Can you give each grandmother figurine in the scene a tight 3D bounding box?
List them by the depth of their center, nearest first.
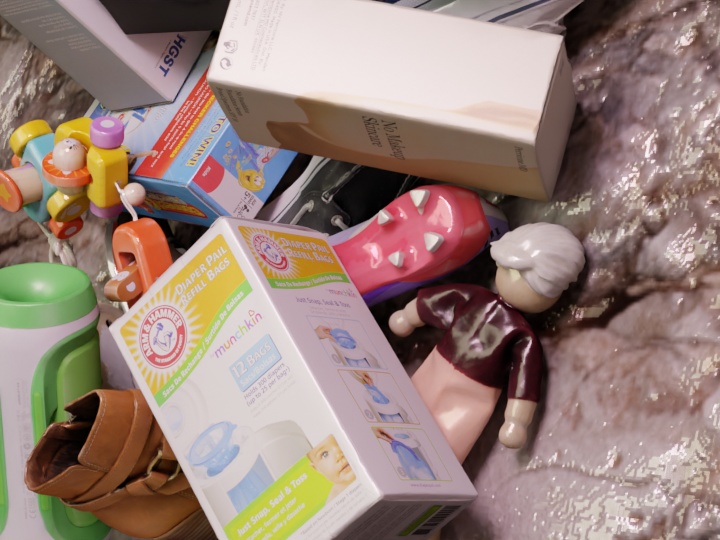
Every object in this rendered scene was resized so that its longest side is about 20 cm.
[{"bbox_3d":[0.064,0.056,1.435,0.121,0.061,0.200,39,105,23],"label":"grandmother figurine"}]

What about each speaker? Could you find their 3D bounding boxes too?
[{"bbox_3d":[-0.209,0.100,1.596,0.088,0.088,0.200,31,128,53],"label":"speaker"}]

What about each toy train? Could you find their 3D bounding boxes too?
[{"bbox_3d":[-0.189,-0.028,1.620,0.200,0.056,0.150,10,116,55],"label":"toy train"}]

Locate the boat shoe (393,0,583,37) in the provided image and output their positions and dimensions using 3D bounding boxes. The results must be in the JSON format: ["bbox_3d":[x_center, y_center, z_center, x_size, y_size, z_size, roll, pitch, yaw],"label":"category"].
[{"bbox_3d":[0.095,-0.158,1.477,0.200,0.067,0.074,-19,27,33],"label":"boat shoe"}]

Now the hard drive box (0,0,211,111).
[{"bbox_3d":[-0.181,-0.229,1.622,0.077,0.200,0.156,-4,53,49],"label":"hard drive box"}]

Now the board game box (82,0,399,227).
[{"bbox_3d":[-0.095,-0.128,1.651,0.196,0.056,0.200,12,65,56],"label":"board game box"}]

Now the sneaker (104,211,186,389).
[{"bbox_3d":[-0.120,0.020,1.688,0.082,0.077,0.200,-25,54,13],"label":"sneaker"}]

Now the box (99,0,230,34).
[{"bbox_3d":[-0.090,-0.264,1.546,0.148,0.124,0.200,4,55,45],"label":"box"}]

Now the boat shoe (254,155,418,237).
[{"bbox_3d":[-0.015,-0.033,1.556,0.200,0.072,0.068,-39,46,39],"label":"boat shoe"}]

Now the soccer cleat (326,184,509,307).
[{"bbox_3d":[0.000,0.000,1.501,0.200,0.076,0.067,-26,70,35],"label":"soccer cleat"}]

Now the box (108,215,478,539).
[{"bbox_3d":[-0.041,0.081,1.412,0.112,0.101,0.200,-42,63,25],"label":"box"}]

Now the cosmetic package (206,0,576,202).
[{"bbox_3d":[0.021,-0.106,1.426,0.200,0.105,0.071,12,74,15],"label":"cosmetic package"}]

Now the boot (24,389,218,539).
[{"bbox_3d":[-0.108,0.091,1.548,0.200,0.155,0.077,-46,43,25],"label":"boot"}]

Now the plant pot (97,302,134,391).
[{"bbox_3d":[-0.245,0.103,1.725,0.200,0.187,0.188,-27,54,26],"label":"plant pot"}]
